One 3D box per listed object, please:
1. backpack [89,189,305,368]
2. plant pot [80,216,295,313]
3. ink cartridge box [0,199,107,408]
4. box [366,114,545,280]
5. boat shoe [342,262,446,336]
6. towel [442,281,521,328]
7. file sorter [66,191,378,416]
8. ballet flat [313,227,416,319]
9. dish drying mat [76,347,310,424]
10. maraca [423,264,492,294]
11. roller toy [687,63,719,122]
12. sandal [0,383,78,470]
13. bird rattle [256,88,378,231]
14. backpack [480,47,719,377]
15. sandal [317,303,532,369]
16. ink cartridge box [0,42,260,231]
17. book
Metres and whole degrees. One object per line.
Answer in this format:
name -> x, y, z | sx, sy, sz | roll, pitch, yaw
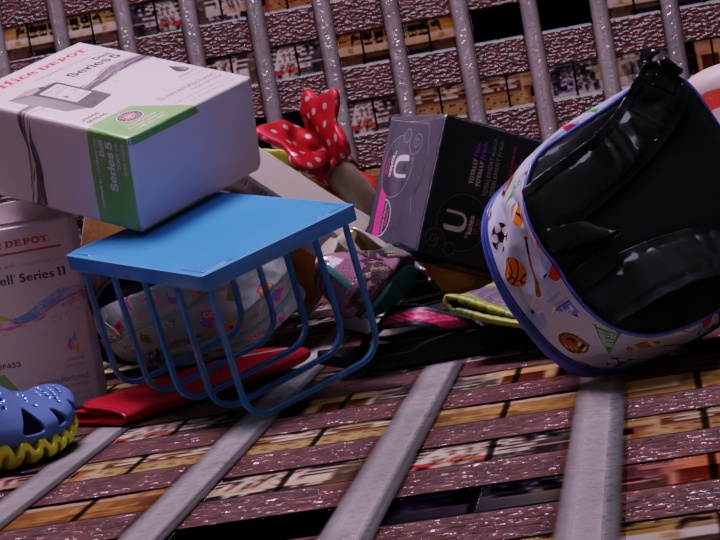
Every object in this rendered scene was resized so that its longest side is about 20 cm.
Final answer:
backpack -> -0.147, 0.011, 1.757 | 0.200, 0.127, 0.167 | -15, 32, 46
plant pot -> -0.160, -0.010, 1.952 | 0.200, 0.187, 0.186 | 4, 8, 9
ink cartridge box -> -0.285, 0.019, 1.622 | 0.117, 0.200, 0.067 | -11, 5, -3
box -> 0.121, -0.054, 1.697 | 0.200, 0.122, 0.106 | 14, -4, -27
boat shoe -> 0.031, 0.018, 1.745 | 0.073, 0.068, 0.199 | -12, 6, -15
towel -> 0.156, 0.022, 1.528 | 0.143, 0.023, 0.200 | 8, 9, 21
file sorter -> -0.100, 0.024, 1.479 | 0.139, 0.123, 0.200 | -27, 19, -32
ballet flat -> 0.000, 0.000, 1.581 | 0.069, 0.071, 0.200 | -47, -5, 8
dish drying mat -> -0.134, 0.091, 1.564 | 0.077, 0.018, 0.200 | -3, 9, 45
maraca -> 0.095, -0.045, 1.829 | 0.137, 0.107, 0.200 | -24, -29, -29
roller toy -> 0.375, -0.107, 1.819 | 0.140, 0.200, 0.182 | -17, -27, -51
sandal -> -0.271, 0.101, 1.367 | 0.079, 0.087, 0.200 | -9, 4, 29
bird rattle -> -0.017, -0.084, 1.789 | 0.113, 0.163, 0.200 | -42, 0, -18
backpack -> 0.177, -0.022, 1.330 | 0.190, 0.200, 0.154 | -24, -18, -38
sandal -> 0.063, 0.044, 1.537 | 0.200, 0.045, 0.075 | -10, 7, 2
ink cartridge box -> -0.204, -0.112, 1.583 | 0.200, 0.084, 0.145 | 15, 33, 36
book -> -0.074, -0.037, 1.786 | 0.048, 0.134, 0.200 | -57, 1, -21
